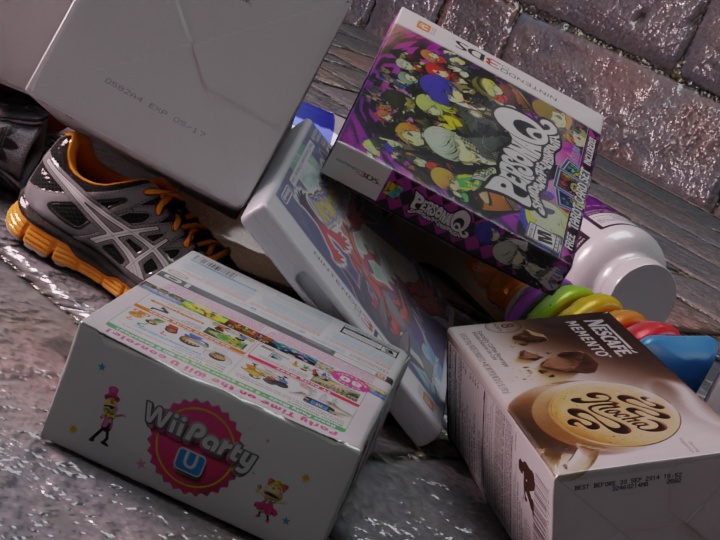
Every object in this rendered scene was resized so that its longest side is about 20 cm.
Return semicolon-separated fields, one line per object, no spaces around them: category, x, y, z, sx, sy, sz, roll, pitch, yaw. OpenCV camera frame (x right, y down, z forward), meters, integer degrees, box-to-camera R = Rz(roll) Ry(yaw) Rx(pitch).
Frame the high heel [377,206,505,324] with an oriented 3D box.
high heel;0.066;-0.006;1.098;0.199;0.072;0.142;26;7;-37

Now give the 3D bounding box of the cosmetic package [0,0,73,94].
cosmetic package;-0.220;-0.227;1.009;0.090;0.201;0.107;24;2;-15

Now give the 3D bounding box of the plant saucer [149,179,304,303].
plant saucer;-0.082;-0.009;1.046;0.199;0.037;0.201;22;14;-6

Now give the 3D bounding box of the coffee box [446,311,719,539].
coffee box;0.129;0.099;0.822;0.112;0.080;0.200;-5;21;-11

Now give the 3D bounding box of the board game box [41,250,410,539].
board game box;-0.060;0.062;0.751;0.147;0.065;0.200;24;12;5

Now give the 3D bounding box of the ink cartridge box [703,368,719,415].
ink cartridge box;0.258;0.118;0.968;0.068;0.117;0.200;26;13;13

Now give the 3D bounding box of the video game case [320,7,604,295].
video game case;0.080;-0.091;1.020;0.180;0.036;0.200;28;40;-4

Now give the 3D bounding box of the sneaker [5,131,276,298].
sneaker;-0.131;-0.019;0.911;0.199;0.078;0.078;27;12;6

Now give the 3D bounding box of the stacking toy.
stacking toy;0.143;0.044;1.026;0.116;0.110;0.200;3;31;-50

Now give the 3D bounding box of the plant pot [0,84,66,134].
plant pot;-0.292;-0.219;1.159;0.199;0.184;0.200;22;10;-4

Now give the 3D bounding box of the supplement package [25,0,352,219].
supplement package;-0.112;-0.137;0.959;0.151;0.151;0.200;29;-3;-5

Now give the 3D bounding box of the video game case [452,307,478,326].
video game case;0.094;0.058;1.121;0.199;0.022;0.182;20;14;-20

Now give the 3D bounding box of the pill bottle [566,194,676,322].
pill bottle;0.228;-0.009;1.419;0.112;0.113;0.200;17;16;-29

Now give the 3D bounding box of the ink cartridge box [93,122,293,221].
ink cartridge box;-0.127;-0.150;1.120;0.159;0.201;0.047;15;17;-12

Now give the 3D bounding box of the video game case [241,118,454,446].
video game case;0.000;0.000;0.941;0.183;0.023;0.200;53;17;-13

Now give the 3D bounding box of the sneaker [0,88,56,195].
sneaker;-0.283;-0.105;0.977;0.113;0.076;0.200;26;10;18

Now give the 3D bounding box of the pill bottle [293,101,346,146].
pill bottle;-0.072;-0.095;1.232;0.199;0.113;0.112;20;14;-14
